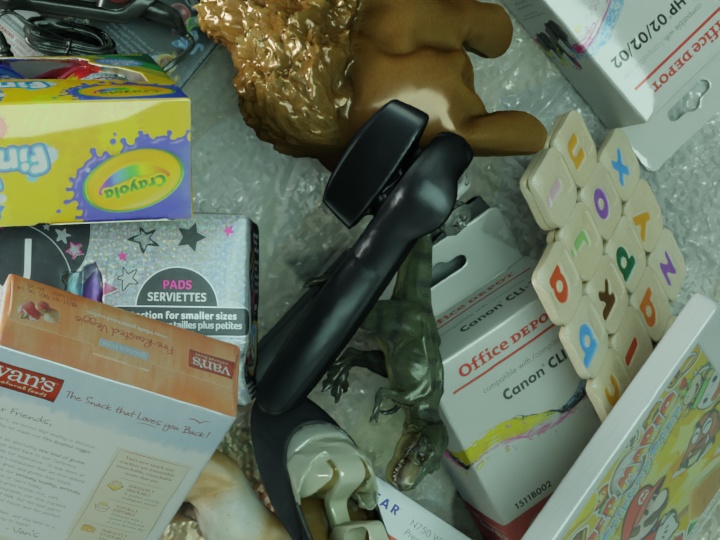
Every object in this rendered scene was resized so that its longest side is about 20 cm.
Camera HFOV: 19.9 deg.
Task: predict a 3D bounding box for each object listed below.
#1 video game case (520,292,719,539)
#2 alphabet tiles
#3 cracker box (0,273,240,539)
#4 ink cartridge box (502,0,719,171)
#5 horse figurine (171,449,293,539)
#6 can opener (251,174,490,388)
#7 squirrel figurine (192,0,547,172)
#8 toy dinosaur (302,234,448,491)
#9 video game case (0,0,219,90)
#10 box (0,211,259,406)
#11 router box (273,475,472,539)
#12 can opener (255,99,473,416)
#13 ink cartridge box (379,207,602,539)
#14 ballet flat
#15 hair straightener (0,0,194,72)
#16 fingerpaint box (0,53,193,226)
[{"bbox_3d":[0.185,0.131,1.291,0.023,0.182,0.200,32,83,33],"label":"video game case"},{"bbox_3d":[0.158,0.003,1.302,0.200,0.015,0.196,62,33,-22],"label":"alphabet tiles"},{"bbox_3d":[-0.165,0.102,1.135,0.134,0.200,0.058,19,42,-17],"label":"cracker box"},{"bbox_3d":[0.178,-0.175,1.352,0.115,0.068,0.200,-43,100,-11],"label":"ink cartridge box"},{"bbox_3d":[-0.093,0.164,1.253,0.133,0.050,0.200,-44,80,-5],"label":"horse figurine"},{"bbox_3d":[0.006,0.014,1.314,0.200,0.053,0.067,-42,99,-11],"label":"can opener"},{"bbox_3d":[0.002,-0.160,1.263,0.199,0.141,0.187,4,81,-30],"label":"squirrel figurine"},{"bbox_3d":[0.014,0.035,1.243,0.047,0.088,0.201,16,70,-57],"label":"toy dinosaur"},{"bbox_3d":[-0.196,-0.167,1.279,0.200,0.023,0.182,40,81,-10],"label":"video game case"},{"bbox_3d":[-0.161,0.020,1.211,0.199,0.132,0.115,0,89,-1],"label":"box"},{"bbox_3d":[0.010,0.239,1.316,0.200,0.049,0.180,35,81,-12],"label":"router box"},{"bbox_3d":[0.000,0.000,1.203,0.078,0.063,0.200,33,102,16],"label":"can opener"},{"bbox_3d":[0.097,0.074,1.307,0.116,0.067,0.200,-34,112,-13],"label":"ink cartridge box"},{"bbox_3d":[-0.008,0.149,1.214,0.073,0.073,0.201,-14,68,-14],"label":"ballet flat"},{"bbox_3d":[-0.198,-0.155,1.255,0.199,0.041,0.077,14,107,-19],"label":"hair straightener"},{"bbox_3d":[-0.205,-0.077,1.166,0.199,0.167,0.074,-3,105,-13],"label":"fingerpaint box"}]
